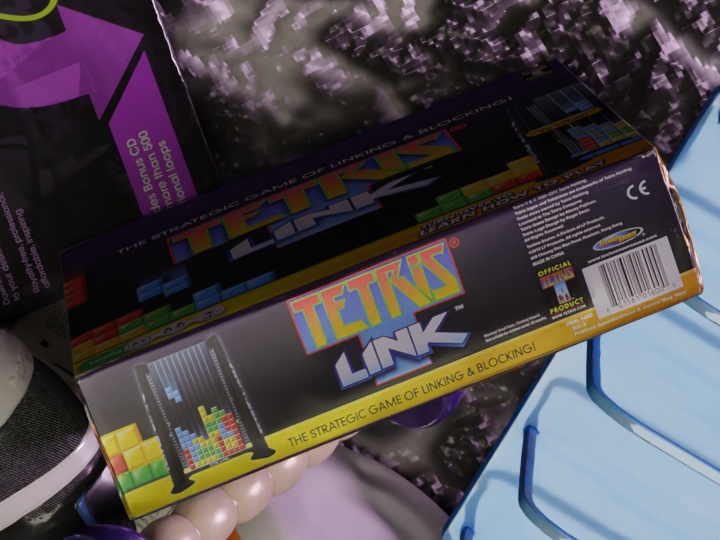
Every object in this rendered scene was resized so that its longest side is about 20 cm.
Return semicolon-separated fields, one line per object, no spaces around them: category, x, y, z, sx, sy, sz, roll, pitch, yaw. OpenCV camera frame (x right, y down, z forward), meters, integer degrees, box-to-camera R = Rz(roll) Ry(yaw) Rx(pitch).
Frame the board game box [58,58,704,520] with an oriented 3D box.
board game box;0.000;0.000;1.013;0.199;0.165;0.057;-22;107;-3

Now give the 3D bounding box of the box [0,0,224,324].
box;-0.160;-0.044;1.073;0.199;0.036;0.143;-23;109;-9

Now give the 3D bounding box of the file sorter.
file sorter;0.136;0.063;1.051;0.138;0.123;0.200;30;102;-3

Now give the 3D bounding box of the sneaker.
sneaker;-0.160;0.115;1.078;0.200;0.073;0.112;-35;116;26

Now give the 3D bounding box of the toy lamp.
toy lamp;-0.022;0.060;1.058;0.058;0.200;0.058;26;135;29

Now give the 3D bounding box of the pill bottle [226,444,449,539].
pill bottle;-0.047;0.171;1.143;0.114;0.114;0.200;33;112;-6

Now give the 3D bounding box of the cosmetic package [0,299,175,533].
cosmetic package;-0.139;0.111;1.153;0.103;0.073;0.200;35;113;-6
